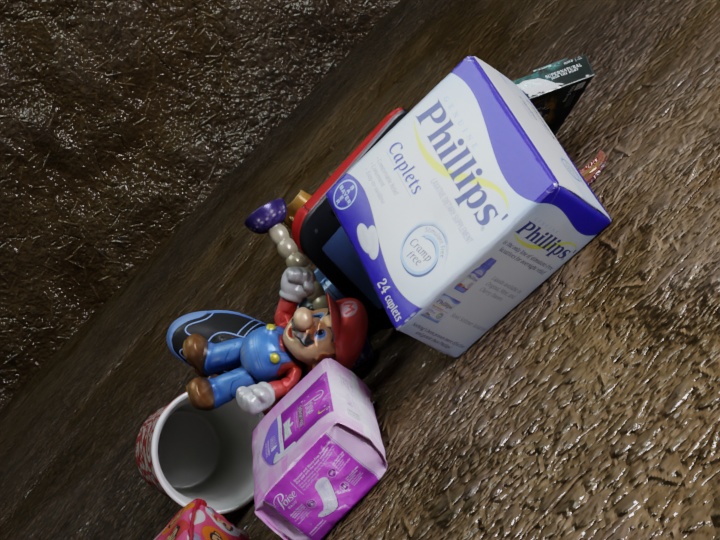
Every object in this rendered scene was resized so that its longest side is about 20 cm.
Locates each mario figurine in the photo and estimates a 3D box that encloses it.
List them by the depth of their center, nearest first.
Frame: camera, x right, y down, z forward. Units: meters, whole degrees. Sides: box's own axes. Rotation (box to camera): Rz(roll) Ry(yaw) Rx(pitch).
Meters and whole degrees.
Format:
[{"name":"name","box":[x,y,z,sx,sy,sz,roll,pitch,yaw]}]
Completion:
[{"name":"mario figurine","box":[-0.089,0.070,1.447,0.198,0.124,0.106,-20,2,11]}]

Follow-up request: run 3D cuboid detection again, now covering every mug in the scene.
[{"name":"mug","box":[-0.163,0.201,1.595,0.200,0.176,0.135,158,113,-70]}]

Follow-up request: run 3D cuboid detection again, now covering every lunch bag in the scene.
[{"name":"lunch bag","box":[-0.186,0.324,1.346,0.176,0.082,0.200,-49,11,11]}]

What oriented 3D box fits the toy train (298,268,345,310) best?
[{"name":"toy train","box":[0.000,0.000,1.614,0.200,0.087,0.114,-44,-7,14]}]

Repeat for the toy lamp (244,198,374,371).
[{"name":"toy lamp","box":[-0.051,0.018,1.541,0.058,0.201,0.058,-31,-9,-5]}]

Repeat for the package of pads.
[{"name":"package of pads","box":[-0.040,0.165,1.334,0.121,0.076,0.200,-47,13,7]}]

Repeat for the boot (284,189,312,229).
[{"name":"boot","box":[-0.023,-0.043,1.737,0.071,0.144,0.201,-53,14,-21]}]

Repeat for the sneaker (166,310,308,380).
[{"name":"sneaker","box":[-0.112,0.090,1.549,0.078,0.198,0.071,-129,49,-80]}]

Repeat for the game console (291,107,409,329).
[{"name":"game console","box":[0.033,-0.047,1.489,0.177,0.200,0.031,-46,43,-3]}]

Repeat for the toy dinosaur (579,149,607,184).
[{"name":"toy dinosaur","box":[0.137,-0.039,1.447,0.182,0.198,0.106,114,150,-73]}]

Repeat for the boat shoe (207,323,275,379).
[{"name":"boat shoe","box":[-0.146,0.139,1.767,0.199,0.071,0.070,-38,21,4]}]

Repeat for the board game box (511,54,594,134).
[{"name":"board game box","box":[0.155,-0.154,1.485,0.134,0.028,0.200,-21,-12,-11]}]

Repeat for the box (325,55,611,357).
[{"name":"box","box":[0.094,-0.059,1.313,0.200,0.105,0.185,-43,51,18]}]
